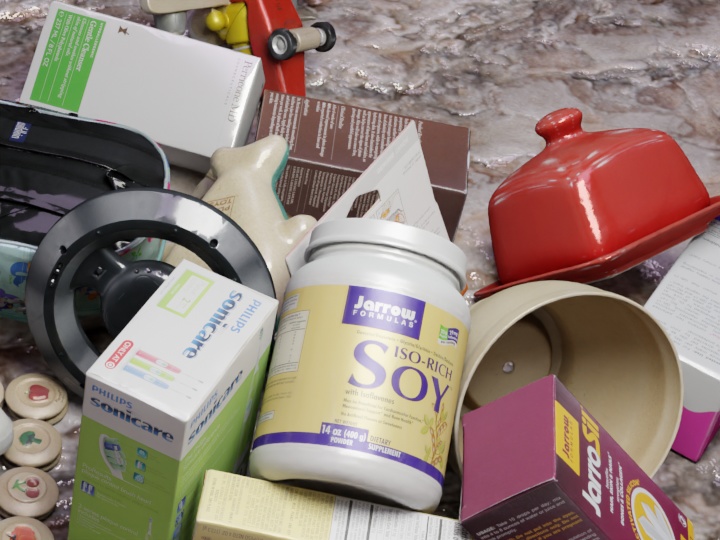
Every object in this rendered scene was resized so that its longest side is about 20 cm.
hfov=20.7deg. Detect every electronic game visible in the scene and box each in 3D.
[{"bbox_3d":[-0.165,0.029,1.548,0.200,0.200,0.042,13,23,-1],"label":"electronic game"}]

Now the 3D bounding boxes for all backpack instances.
[{"bbox_3d":[-0.259,-0.045,1.634,0.200,0.151,0.178,7,47,3],"label":"backpack"}]

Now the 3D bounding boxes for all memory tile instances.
[{"bbox_3d":[-0.306,0.148,1.512,0.153,0.017,0.200,6,43,-9],"label":"memory tile"}]

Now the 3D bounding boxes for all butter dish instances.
[{"bbox_3d":[0.199,-0.072,1.736,0.200,0.199,0.148,-25,93,-34],"label":"butter dish"}]

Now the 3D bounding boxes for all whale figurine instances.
[{"bbox_3d":[-0.095,-0.014,1.657,0.159,0.104,0.200,-13,55,27],"label":"whale figurine"}]

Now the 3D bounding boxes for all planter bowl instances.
[{"bbox_3d":[0.139,0.094,1.584,0.200,0.200,0.135,-6,18,-21],"label":"planter bowl"}]

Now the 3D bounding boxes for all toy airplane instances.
[{"bbox_3d":[-0.125,-0.272,1.927,0.200,0.141,0.199,33,48,-29],"label":"toy airplane"}]

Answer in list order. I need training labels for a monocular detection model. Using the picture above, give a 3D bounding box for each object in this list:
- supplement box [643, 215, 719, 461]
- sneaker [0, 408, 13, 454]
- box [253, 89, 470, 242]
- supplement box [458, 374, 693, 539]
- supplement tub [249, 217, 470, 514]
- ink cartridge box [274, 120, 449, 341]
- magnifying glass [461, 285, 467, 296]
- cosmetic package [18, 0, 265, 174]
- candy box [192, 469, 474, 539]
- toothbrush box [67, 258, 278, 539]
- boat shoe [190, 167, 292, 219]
[{"bbox_3d":[0.300,0.056,1.715,0.103,0.101,0.200,27,43,14],"label":"supplement box"},{"bbox_3d":[-0.351,0.074,1.508,0.200,0.085,0.073,29,42,15],"label":"sneaker"},{"bbox_3d":[-0.002,-0.096,1.820,0.200,0.075,0.100,10,41,-2],"label":"box"},{"bbox_3d":[0.164,0.188,1.465,0.200,0.086,0.110,46,31,-30],"label":"supplement box"},{"bbox_3d":[0.004,0.076,1.470,0.145,0.145,0.200,12,71,-3],"label":"supplement tub"},{"bbox_3d":[0.000,0.000,1.623,0.045,0.176,0.200,8,41,35],"label":"ink cartridge box"},{"bbox_3d":[0.033,0.072,1.629,0.022,0.080,0.200,5,43,39],"label":"magnifying glass"},{"bbox_3d":[-0.197,-0.163,1.800,0.200,0.085,0.108,14,80,3],"label":"cosmetic package"},{"bbox_3d":[-0.026,0.219,1.436,0.200,0.116,0.055,11,43,-3],"label":"candy box"},{"bbox_3d":[-0.140,0.118,1.453,0.086,0.200,0.146,25,44,11],"label":"toothbrush box"},{"bbox_3d":[-0.072,-0.015,1.726,0.200,0.071,0.065,38,82,25],"label":"boat shoe"}]
